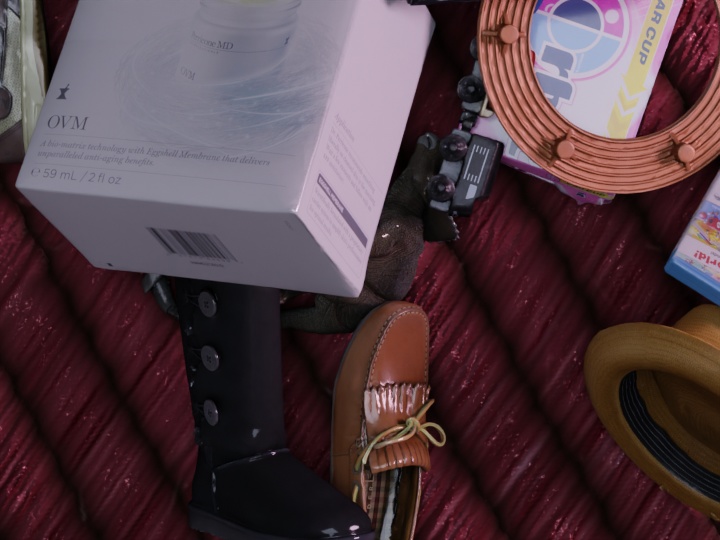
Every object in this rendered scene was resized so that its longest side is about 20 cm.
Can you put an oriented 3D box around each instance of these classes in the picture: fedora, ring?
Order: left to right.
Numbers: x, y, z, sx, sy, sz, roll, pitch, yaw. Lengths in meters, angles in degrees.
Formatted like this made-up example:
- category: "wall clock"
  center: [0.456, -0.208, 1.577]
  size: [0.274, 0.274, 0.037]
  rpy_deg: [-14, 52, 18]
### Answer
- category: "ring"
  center: [0.172, -0.149, 1.482]
  size: [0.199, 0.019, 0.202]
  rpy_deg: [-2, 98, -13]
- category: "fedora"
  center: [0.243, 0.088, 1.499]
  size: [0.200, 0.201, 0.082]
  rpy_deg: [36, 62, 3]

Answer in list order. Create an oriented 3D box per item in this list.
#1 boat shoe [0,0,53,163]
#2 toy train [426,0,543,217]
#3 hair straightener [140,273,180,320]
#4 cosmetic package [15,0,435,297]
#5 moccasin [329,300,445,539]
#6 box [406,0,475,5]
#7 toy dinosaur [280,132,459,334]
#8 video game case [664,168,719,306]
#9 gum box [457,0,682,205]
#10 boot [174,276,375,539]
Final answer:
- category: "boat shoe"
  center: [-0.246, -0.170, 1.558]
  size: [0.066, 0.072, 0.202]
  rpy_deg: [-7, 95, -6]
- category: "toy train"
  center: [0.090, -0.130, 1.491]
  size: [0.046, 0.034, 0.201]
  rpy_deg: [17, 92, 3]
- category: "hair straightener"
  center: [-0.136, -0.059, 1.569]
  size: [0.077, 0.041, 0.201]
  rpy_deg: [-19, 89, 4]
- category: "cosmetic package"
  center: [-0.082, -0.107, 1.457]
  size: [0.198, 0.123, 0.201]
  rpy_deg: [6, 66, 24]
- category: "moccasin"
  center: [0.017, 0.122, 1.534]
  size: [0.078, 0.073, 0.202]
  rpy_deg: [13, 92, 48]
- category: "box"
  center: [0.093, -0.267, 1.445]
  size: [0.158, 0.046, 0.201]
  rpy_deg: [-5, 67, -8]
- category: "toy dinosaur"
  center: [0.000, 0.000, 1.542]
  size: [0.102, 0.077, 0.201]
  rpy_deg: [21, 108, -29]
- category: "video game case"
  center: [0.301, -0.039, 1.502]
  size: [0.143, 0.018, 0.200]
  rpy_deg: [32, 61, 2]
- category: "gum box"
  center: [0.145, -0.151, 1.536]
  size: [0.113, 0.066, 0.201]
  rpy_deg: [20, 92, 5]
- category: "boot"
  center: [-0.059, 0.079, 1.511]
  size: [0.164, 0.065, 0.201]
  rpy_deg: [6, 99, 43]
